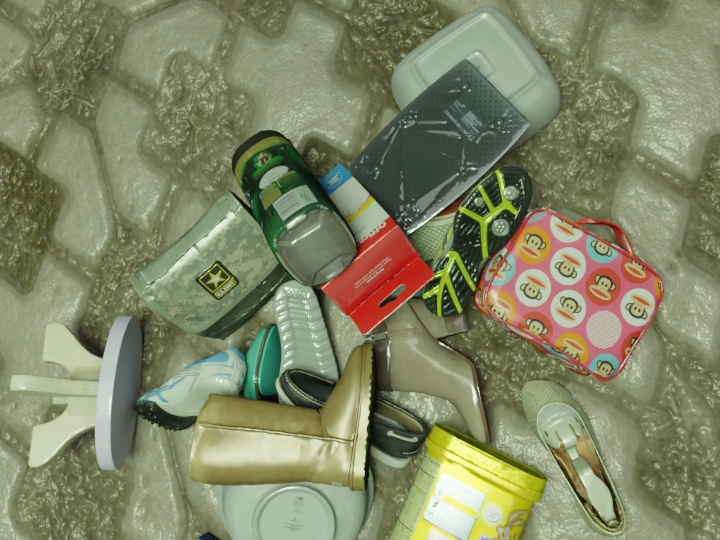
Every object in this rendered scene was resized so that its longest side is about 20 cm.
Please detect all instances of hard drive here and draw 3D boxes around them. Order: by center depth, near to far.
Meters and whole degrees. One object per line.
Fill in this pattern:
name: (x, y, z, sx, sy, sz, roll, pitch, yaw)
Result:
hard drive: (0.098, -0.151, 0.784, 0.200, 0.042, 0.135, -42, 73, 6)

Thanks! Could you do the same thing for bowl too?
bowl: (-0.078, 0.286, 0.751, 0.198, 0.090, 0.204, -1, 97, -4)
bowl: (0.154, -0.256, 0.850, 0.199, 0.075, 0.201, -33, 74, 3)

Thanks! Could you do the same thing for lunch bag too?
lunch bag: (0.256, 0.016, 0.758, 0.199, 0.082, 0.177, 32, 88, 0)
lunch bag: (-0.180, -0.004, 0.803, 0.164, 0.200, 0.118, -41, 74, 0)

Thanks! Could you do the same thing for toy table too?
toy table: (-0.368, 0.161, 0.834, 0.116, 0.184, 0.202, 1, 60, -5)

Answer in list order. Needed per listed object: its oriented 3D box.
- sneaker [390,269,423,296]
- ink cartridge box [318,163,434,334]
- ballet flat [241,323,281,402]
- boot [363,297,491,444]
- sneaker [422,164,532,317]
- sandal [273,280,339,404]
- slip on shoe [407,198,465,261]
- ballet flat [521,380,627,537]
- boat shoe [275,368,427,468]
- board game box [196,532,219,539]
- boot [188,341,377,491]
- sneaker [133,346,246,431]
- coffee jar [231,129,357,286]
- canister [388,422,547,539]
sneaker: (0.000, 0.000, 0.837, 0.199, 0.082, 0.074, 18, 67, 38)
ink cartridge box: (-0.011, -0.031, 0.760, 0.116, 0.067, 0.200, -40, 45, 1)
ballet flat: (-0.141, 0.173, 0.833, 0.070, 0.067, 0.203, -8, 76, 21)
boot: (0.075, 0.130, 0.794, 0.144, 0.070, 0.202, -12, 68, 6)
sneaker: (0.133, -0.042, 0.760, 0.075, 0.077, 0.201, 30, 107, -8)
sandal: (-0.073, 0.114, 0.838, 0.081, 0.050, 0.205, -4, 94, -10)
slip on shoe: (0.096, -0.058, 0.835, 0.198, 0.075, 0.061, -10, 34, 18)
ballet flat: (0.261, 0.218, 0.746, 0.067, 0.062, 0.201, -29, 75, 4)
boat shoe: (-0.010, 0.171, 0.775, 0.199, 0.074, 0.061, 32, 118, 0)
board game box: (-0.154, 0.452, 0.797, 0.199, 0.034, 0.136, 27, 86, 15)
boot: (-0.084, 0.159, 0.713, 0.197, 0.066, 0.177, 4, 63, 7)
sneaker: (-0.227, 0.161, 0.840, 0.199, 0.073, 0.072, -26, 119, 29)
coffee jar: (-0.083, -0.079, 0.722, 0.085, 0.105, 0.201, -34, 44, 1)
canister: (0.115, 0.308, 0.746, 0.147, 0.087, 0.202, 23, 86, 14)
